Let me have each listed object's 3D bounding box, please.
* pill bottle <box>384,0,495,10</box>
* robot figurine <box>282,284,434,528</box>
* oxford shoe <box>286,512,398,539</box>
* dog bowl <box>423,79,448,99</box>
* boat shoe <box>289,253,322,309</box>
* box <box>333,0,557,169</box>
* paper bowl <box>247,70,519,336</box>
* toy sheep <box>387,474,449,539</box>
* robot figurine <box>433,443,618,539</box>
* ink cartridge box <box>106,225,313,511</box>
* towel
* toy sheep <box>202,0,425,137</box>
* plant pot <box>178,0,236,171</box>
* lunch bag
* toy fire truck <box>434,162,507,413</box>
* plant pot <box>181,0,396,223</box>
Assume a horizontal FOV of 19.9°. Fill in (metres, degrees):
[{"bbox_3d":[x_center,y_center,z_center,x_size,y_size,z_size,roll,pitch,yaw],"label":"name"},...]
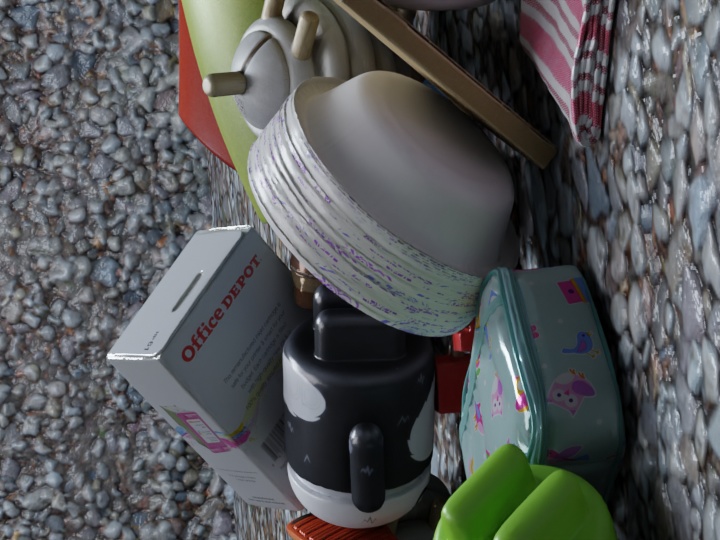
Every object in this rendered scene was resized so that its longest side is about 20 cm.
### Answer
[{"bbox_3d":[0.054,-0.295,1.473,0.109,0.108,0.202,-122,29,-68],"label":"pill bottle"},{"bbox_3d":[0.001,0.109,1.636,0.124,0.150,0.202,19,123,31],"label":"robot figurine"},{"bbox_3d":[0.008,0.250,1.654,0.199,0.071,0.073,23,125,49],"label":"oxford shoe"},{"bbox_3d":[0.042,-0.086,1.658,0.112,0.049,0.201,93,-175,-47],"label":"dog bowl"},{"bbox_3d":[0.000,0.000,1.732,0.075,0.199,0.072,18,101,33],"label":"boat shoe"},{"bbox_3d":[0.037,-0.156,1.440,0.021,0.199,0.164,-51,27,4],"label":"box"},{"bbox_3d":[0.028,-0.060,1.432,0.105,0.200,0.201,-51,32,25],"label":"paper bowl"},{"bbox_3d":[0.024,0.224,1.775,0.201,0.137,0.139,-115,22,-47],"label":"toy sheep"},{"bbox_3d":[0.112,0.204,1.285,0.175,0.116,0.201,23,146,37],"label":"robot figurine"},{"bbox_3d":[-0.094,0.081,1.716,0.084,0.145,0.200,0,137,50],"label":"ink cartridge box"},{"bbox_3d":[0.130,-0.200,1.321,0.147,0.030,0.202,-109,17,-56],"label":"towel"},{"bbox_3d":[-0.032,-0.154,1.561,0.138,0.198,0.139,16,108,59],"label":"toy sheep"},{"bbox_3d":[-0.052,-0.188,1.910,0.177,0.198,0.201,-119,25,-48],"label":"plant pot"},{"bbox_3d":[0.115,0.101,1.389,0.201,0.076,0.161,100,162,-49],"label":"lunch bag"},{"bbox_3d":[0.085,0.013,1.598,0.141,0.048,0.202,-177,84,-81],"label":"toy fire truck"},{"bbox_3d":[-0.049,-0.144,1.710,0.187,0.185,0.202,-169,72,-79],"label":"plant pot"}]
